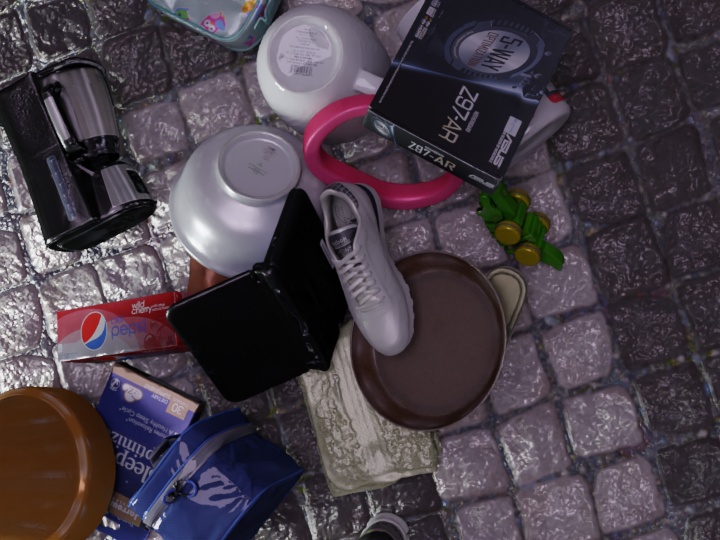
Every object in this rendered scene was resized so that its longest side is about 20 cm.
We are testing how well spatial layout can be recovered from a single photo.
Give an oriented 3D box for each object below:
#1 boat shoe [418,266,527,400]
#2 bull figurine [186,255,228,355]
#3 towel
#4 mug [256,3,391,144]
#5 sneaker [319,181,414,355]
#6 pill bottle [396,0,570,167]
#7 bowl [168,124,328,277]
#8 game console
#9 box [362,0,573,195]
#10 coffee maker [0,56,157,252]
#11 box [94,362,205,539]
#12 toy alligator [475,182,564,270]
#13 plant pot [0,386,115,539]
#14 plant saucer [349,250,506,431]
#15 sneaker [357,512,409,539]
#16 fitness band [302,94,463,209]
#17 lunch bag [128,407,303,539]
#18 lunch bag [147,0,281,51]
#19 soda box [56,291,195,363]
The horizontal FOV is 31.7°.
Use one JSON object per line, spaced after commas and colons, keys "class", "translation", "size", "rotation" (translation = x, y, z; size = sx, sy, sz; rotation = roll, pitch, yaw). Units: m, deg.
{"class": "boat shoe", "translation": [0.135, 0.090, 1.456], "size": [0.074, 0.068, 0.201], "rotation": [32, 99, 9]}
{"class": "bull figurine", "translation": [-0.160, 0.012, 1.516], "size": [0.120, 0.065, 0.203], "rotation": [0, 90, 6]}
{"class": "towel", "translation": [0.005, 0.155, 1.493], "size": [0.147, 0.036, 0.202], "rotation": [-18, 85, 8]}
{"class": "mug", "translation": [-0.022, -0.219, 1.443], "size": [0.198, 0.175, 0.149], "rotation": [23, 92, 10]}
{"class": "sneaker", "translation": [0.000, 0.000, 1.410], "size": [0.076, 0.080, 0.202], "rotation": [-21, 85, 19]}
{"class": "pill bottle", "translation": [0.135, -0.221, 1.443], "size": [0.119, 0.120, 0.201], "rotation": [-37, 82, 7]}
{"class": "bowl", "translation": [-0.119, -0.095, 1.452], "size": [0.198, 0.091, 0.203], "rotation": [4, 60, -7]}
{"class": "game console", "translation": [-0.106, 0.031, 1.415], "size": [0.115, 0.201, 0.177], "rotation": [4, 57, 22]}
{"class": "box", "translation": [0.115, -0.205, 1.350], "size": [0.159, 0.044, 0.201], "rotation": [28, 71, 0]}
{"class": "coffee maker", "translation": [-0.362, -0.126, 1.539], "size": [0.191, 0.134, 0.202], "rotation": [-26, 81, 32]}
{"class": "box", "translation": [-0.282, 0.228, 1.545], "size": [0.120, 0.032, 0.202], "rotation": [23, 93, 10]}
{"class": "toy alligator", "translation": [0.159, -0.063, 1.436], "size": [0.054, 0.200, 0.060], "rotation": [-16, 41, 41]}
{"class": "plant pot", "translation": [-0.416, 0.232, 1.470], "size": [0.198, 0.183, 0.203], "rotation": [-3, 81, 23]}
{"class": "plant saucer", "translation": [0.079, 0.079, 1.424], "size": [0.198, 0.032, 0.203], "rotation": [-6, 80, 32]}
{"class": "sneaker", "translation": [-0.007, 0.376, 1.459], "size": [0.073, 0.087, 0.202], "rotation": [27, 93, 10]}
{"class": "fitness band", "translation": [0.029, -0.128, 1.428], "size": [0.143, 0.199, 0.038], "rotation": [-33, 47, 38]}
{"class": "lunch bag", "translation": [-0.171, 0.242, 1.439], "size": [0.132, 0.200, 0.136], "rotation": [40, 100, 12]}
{"class": "lunch bag", "translation": [-0.156, -0.369, 1.525], "size": [0.159, 0.077, 0.202], "rotation": [28, 93, 9]}
{"class": "soda box", "translation": [-0.266, 0.069, 1.490], "size": [0.198, 0.070, 0.064], "rotation": [-10, 79, 34]}
